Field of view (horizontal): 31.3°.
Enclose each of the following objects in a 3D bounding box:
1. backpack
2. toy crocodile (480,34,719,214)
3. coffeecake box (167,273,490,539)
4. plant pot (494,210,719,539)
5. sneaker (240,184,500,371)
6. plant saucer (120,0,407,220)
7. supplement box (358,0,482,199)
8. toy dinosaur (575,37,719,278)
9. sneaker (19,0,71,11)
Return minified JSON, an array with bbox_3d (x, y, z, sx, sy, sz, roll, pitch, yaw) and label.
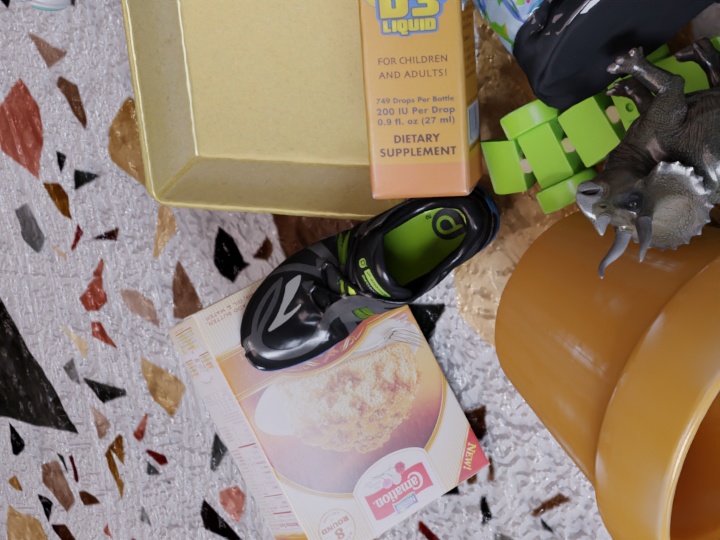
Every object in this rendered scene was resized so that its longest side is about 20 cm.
[{"bbox_3d":[0.098,-0.215,0.664,0.163,0.154,0.200,-35,61,18],"label":"backpack"},{"bbox_3d":[0.147,-0.088,0.752,0.200,0.062,0.068,-27,90,45],"label":"toy crocodile"},{"bbox_3d":[-0.023,0.093,0.942,0.200,0.153,0.073,62,154,-1],"label":"coffeecake box"},{"bbox_3d":[0.178,0.054,0.707,0.183,0.200,0.201,36,136,50],"label":"plant pot"},{"bbox_3d":[0.001,0.000,0.858,0.199,0.083,0.071,-30,87,9],"label":"sneaker"},{"bbox_3d":[-0.061,-0.140,0.901,0.200,0.048,0.200,5,117,17],"label":"plant saucer"},{"bbox_3d":[0.035,-0.148,0.791,0.066,0.069,0.200,-2,102,13],"label":"supplement box"},{"bbox_3d":[0.185,-0.072,0.646,0.077,0.200,0.102,99,148,-75],"label":"toy dinosaur"},{"bbox_3d":[-0.283,-0.320,1.074,0.091,0.078,0.200,-37,86,34],"label":"sneaker"}]
